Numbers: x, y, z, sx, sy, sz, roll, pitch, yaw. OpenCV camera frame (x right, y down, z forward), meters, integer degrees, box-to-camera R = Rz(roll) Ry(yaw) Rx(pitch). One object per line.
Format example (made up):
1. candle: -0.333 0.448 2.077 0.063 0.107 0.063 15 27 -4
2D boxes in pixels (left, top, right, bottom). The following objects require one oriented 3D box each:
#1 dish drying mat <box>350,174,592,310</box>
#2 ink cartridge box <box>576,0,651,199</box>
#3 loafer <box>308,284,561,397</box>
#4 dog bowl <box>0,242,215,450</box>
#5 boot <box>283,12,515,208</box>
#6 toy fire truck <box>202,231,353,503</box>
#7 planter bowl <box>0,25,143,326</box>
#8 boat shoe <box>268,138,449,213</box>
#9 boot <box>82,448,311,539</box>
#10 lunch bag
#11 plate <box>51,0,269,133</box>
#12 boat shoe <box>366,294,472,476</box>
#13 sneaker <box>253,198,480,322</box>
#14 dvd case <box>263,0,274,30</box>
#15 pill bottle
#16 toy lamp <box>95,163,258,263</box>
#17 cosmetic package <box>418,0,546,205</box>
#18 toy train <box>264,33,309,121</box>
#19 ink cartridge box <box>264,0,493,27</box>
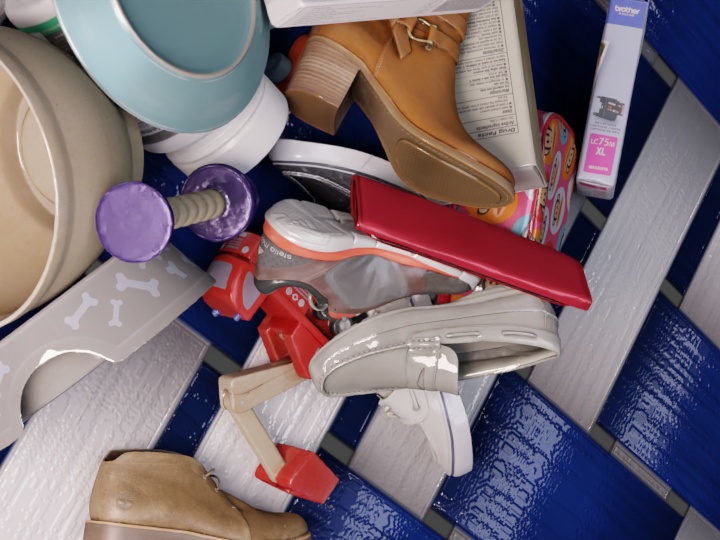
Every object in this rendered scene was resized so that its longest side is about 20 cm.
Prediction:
1. dish drying mat: 0.085 -0.020 1.317 0.200 0.077 0.018 19 121 -15
2. ink cartridge box: 0.231 -0.170 1.530 0.119 0.042 0.200 24 79 -82
3. loafer: 0.060 0.065 1.322 0.200 0.070 0.070 -17 143 -1
4. dog bowl: -0.195 0.046 1.150 0.200 0.200 0.059 -40 97 -29
5. boot: 0.056 -0.149 1.294 0.200 0.074 0.155 31 64 -3
6. toy fire truck: -0.069 0.079 1.345 0.200 0.049 0.141 47 66 -34
7. planter bowl: -0.229 -0.070 1.114 0.135 0.200 0.200 -21 109 -54
8. boat shoe: 0.000 -0.055 1.377 0.200 0.072 0.068 20 81 -47
9. boot: -0.118 0.181 1.309 0.200 0.074 0.076 13 77 -38
10. lunch bag: 0.134 -0.037 1.456 0.176 0.082 0.200 24 79 -69
11. plate: -0.126 -0.192 1.132 0.200 0.026 0.200 18 65 -44
12. boat shoe: 0.042 0.094 1.437 0.070 0.071 0.200 -20 115 -8
13. sneaker: 0.000 0.000 1.323 0.200 0.077 0.082 12 115 -30
14. dvd case: -0.072 -0.287 1.252 0.146 0.022 0.200 -29 89 -31
15. pill bottle: -0.149 -0.157 1.209 0.200 0.113 0.113 45 67 -34
16. toy lamp: -0.114 -0.040 1.131 0.200 0.058 0.058 -32 121 -74
17. cosmetic package: 0.086 -0.161 1.361 0.071 0.105 0.200 39 45 -71
18. toy train: -0.062 -0.212 1.311 0.200 0.056 0.150 40 70 -36
19. ink cartridge box: 0.000 -0.273 1.244 0.200 0.045 0.176 -11 80 -38
